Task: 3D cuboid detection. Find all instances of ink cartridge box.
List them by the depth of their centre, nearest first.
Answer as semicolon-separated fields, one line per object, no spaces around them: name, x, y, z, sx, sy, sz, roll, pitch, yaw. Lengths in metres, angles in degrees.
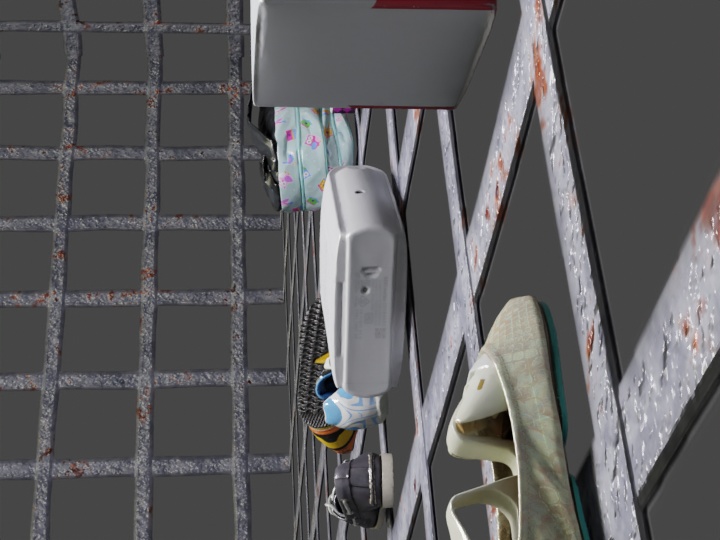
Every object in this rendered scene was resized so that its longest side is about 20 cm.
ink cartridge box;0.000;-0.225;0.858;0.145;0.143;0.202;107;162;-72

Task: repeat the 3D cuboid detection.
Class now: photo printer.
photo printer;0.000;0.000;1.244;0.200;0.069;0.168;-103;14;-67

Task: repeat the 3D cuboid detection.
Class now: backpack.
backpack;-0.072;-0.155;1.678;0.200;0.125;0.169;-106;5;-66

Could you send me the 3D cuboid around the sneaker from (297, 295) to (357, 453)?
sneaker;-0.027;0.116;1.531;0.090;0.069;0.202;63;-155;-45

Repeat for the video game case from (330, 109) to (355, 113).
video game case;-0.015;-0.303;1.525;0.200;0.035;0.184;108;161;-71

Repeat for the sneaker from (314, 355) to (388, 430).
sneaker;-0.014;0.102;1.389;0.200;0.072;0.073;-102;12;-69

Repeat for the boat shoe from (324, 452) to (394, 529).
boat shoe;-0.005;0.220;1.343;0.200;0.062;0.074;108;161;-72

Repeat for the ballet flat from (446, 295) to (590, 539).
ballet flat;0.069;0.091;0.617;0.068;0.062;0.202;97;171;-49
